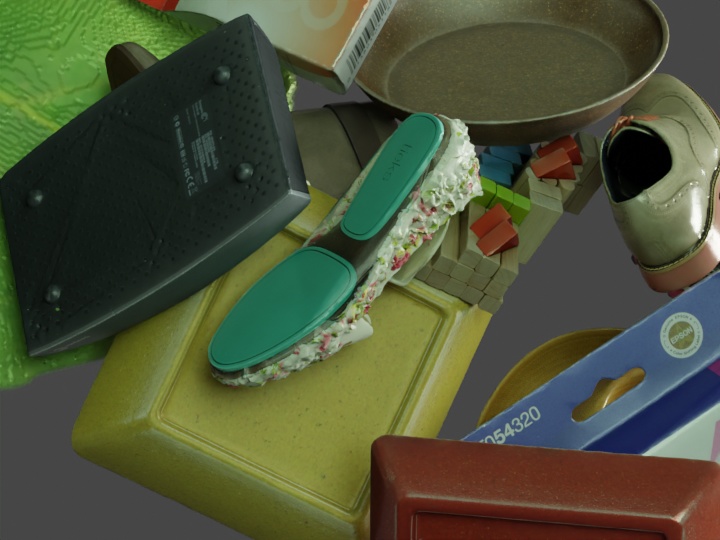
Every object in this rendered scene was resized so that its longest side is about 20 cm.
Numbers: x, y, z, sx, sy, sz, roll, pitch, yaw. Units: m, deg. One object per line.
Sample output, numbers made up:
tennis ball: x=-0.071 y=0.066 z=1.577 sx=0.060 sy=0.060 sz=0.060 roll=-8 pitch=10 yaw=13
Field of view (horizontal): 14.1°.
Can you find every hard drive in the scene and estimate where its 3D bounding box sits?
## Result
hard drive: x=-0.116 y=-0.043 z=1.649 sx=0.042 sy=0.199 sz=0.136 roll=24 pitch=43 yaw=-48

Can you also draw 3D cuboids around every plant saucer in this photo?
plant saucer: x=0.099 y=0.197 z=1.607 sx=0.198 sy=0.037 sz=0.201 roll=4 pitch=109 yaw=10
plant saucer: x=-0.037 y=0.055 z=1.675 sx=0.199 sy=0.048 sz=0.201 roll=26 pitch=83 yaw=-12
plant saucer: x=0.088 y=-0.127 z=1.772 sx=0.199 sy=0.037 sz=0.201 roll=-4 pitch=32 yaw=3

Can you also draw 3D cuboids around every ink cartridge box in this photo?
ink cartridge box: x=0.181 y=0.135 z=1.656 sx=0.196 sy=0.043 sz=0.201 roll=-33 pitch=103 yaw=-11
ink cartridge box: x=-0.060 y=-0.219 z=1.752 sx=0.199 sy=0.050 sz=0.163 roll=26 pitch=78 yaw=13

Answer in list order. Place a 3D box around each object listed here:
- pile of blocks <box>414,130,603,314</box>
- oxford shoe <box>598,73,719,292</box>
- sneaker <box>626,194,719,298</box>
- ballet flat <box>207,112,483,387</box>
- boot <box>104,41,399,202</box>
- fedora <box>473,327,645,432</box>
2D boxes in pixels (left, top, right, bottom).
pile of blocks: x=0.091 y=-0.053 z=1.732 sx=0.082 sy=0.062 sz=0.200 roll=38 pitch=35 yaw=5
oxford shoe: x=0.178 y=-0.073 z=1.733 sx=0.075 sy=0.070 sz=0.200 roll=53 pitch=18 yaw=-28
sneaker: x=0.253 y=0.018 z=1.796 sx=0.200 sy=0.075 sz=0.081 roll=37 pitch=65 yaw=-2
ballet flat: x=0.000 y=0.000 z=1.630 sx=0.200 sy=0.076 sz=0.064 roll=-47 pitch=132 yaw=-5
boot: x=-0.047 y=-0.069 z=1.746 sx=0.146 sy=0.070 sz=0.201 roll=-25 pitch=84 yaw=-25
fedora: x=0.160 y=0.121 z=1.726 sx=0.199 sy=0.082 sz=0.202 roll=5 pitch=70 yaw=-14
